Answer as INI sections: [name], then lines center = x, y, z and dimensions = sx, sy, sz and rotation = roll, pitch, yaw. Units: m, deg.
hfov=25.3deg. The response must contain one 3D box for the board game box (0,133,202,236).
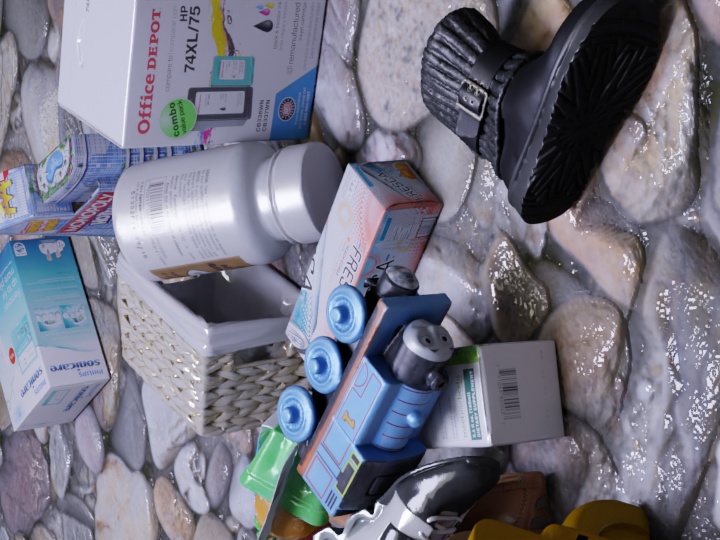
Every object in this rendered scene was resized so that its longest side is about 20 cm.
[board game box]
center = -0.297, -0.086, 1.720
dimensions = 0.200, 0.199, 0.062
rotation = -29, 71, 54

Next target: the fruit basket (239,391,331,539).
[fruit basket]
center = -0.058, 0.204, 1.446
dimensions = 0.094, 0.185, 0.200
rotation = 32, 124, 12

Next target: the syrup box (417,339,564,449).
[syrup box]
center = 0.071, 0.105, 1.313
dimensions = 0.200, 0.081, 0.079
rotation = -12, 82, 55

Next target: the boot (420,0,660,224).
[boot]
center = 0.124, -0.156, 1.194
dimensions = 0.158, 0.079, 0.211
rotation = 57, 138, 34

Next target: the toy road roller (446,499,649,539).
[toy road roller]
center = 0.140, 0.230, 1.149
dimensions = 0.146, 0.199, 0.123
rotation = -81, 10, -56

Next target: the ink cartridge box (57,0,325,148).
[ink cartridge box]
center = -0.160, -0.207, 1.497
dimensions = 0.146, 0.200, 0.147
rotation = 34, 123, 48

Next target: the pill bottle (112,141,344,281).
[pill bottle]
center = -0.118, -0.058, 1.485
dimensions = 0.199, 0.114, 0.115
rotation = -9, 88, 27

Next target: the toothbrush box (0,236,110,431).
[toothbrush box]
center = -0.398, 0.079, 2.000
dimensions = 0.146, 0.085, 0.201
rotation = -42, 62, 50

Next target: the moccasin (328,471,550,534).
[moccasin]
center = 0.061, 0.191, 1.317
dimensions = 0.201, 0.074, 0.078
rotation = -11, 69, 39

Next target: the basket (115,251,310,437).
[basket]
center = -0.144, 0.064, 1.578
dimensions = 0.200, 0.135, 0.124
rotation = 35, 125, 49

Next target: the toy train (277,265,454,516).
[toy train]
center = 0.010, 0.094, 1.261
dimensions = 0.114, 0.087, 0.200
rotation = 49, 127, 34

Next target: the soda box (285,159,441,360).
[soda box]
center = 0.000, 0.000, 1.418
dimensions = 0.068, 0.063, 0.200
rotation = 53, 135, 37

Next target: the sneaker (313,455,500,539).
[sneaker]
center = 0.040, 0.215, 1.238
dimensions = 0.200, 0.074, 0.089
rotation = -40, 50, 32
